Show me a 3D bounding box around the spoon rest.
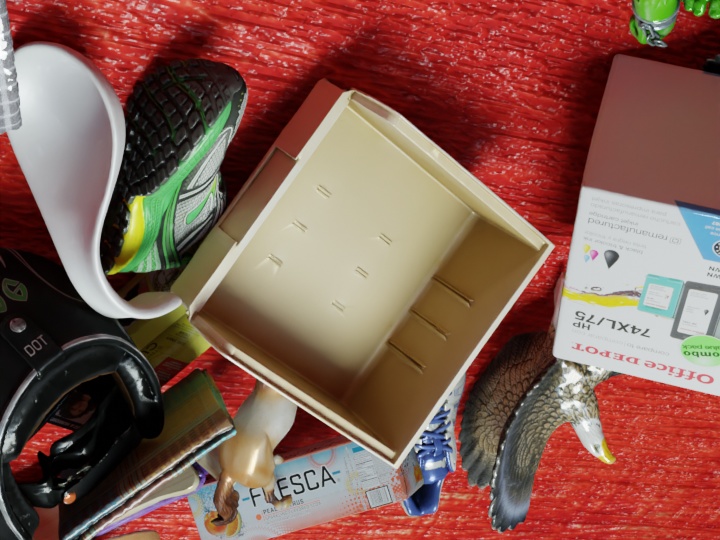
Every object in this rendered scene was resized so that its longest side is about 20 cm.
[{"bbox_3d":[-0.177,-0.052,1.001,0.099,0.061,0.202,-2,117,36],"label":"spoon rest"}]

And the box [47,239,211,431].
[{"bbox_3d":[-0.165,0.050,1.198,0.200,0.050,0.075,-39,141,20],"label":"box"}]

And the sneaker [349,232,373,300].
[{"bbox_3d":[-0.001,0.018,1.238,0.080,0.070,0.202,-46,140,-35],"label":"sneaker"}]

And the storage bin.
[{"bbox_3d":[0.000,0.000,1.108,0.198,0.094,0.201,36,90,-37],"label":"storage bin"}]

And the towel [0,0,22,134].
[{"bbox_3d":[-0.282,-0.149,0.877,0.164,0.086,0.201,-12,141,-14],"label":"towel"}]

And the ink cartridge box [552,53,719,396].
[{"bbox_3d":[0.239,-0.031,1.183,0.145,0.147,0.201,13,141,10],"label":"ink cartridge box"}]

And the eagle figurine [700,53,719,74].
[{"bbox_3d":[0.379,-0.160,1.184,0.200,0.151,0.152,39,71,-17],"label":"eagle figurine"}]

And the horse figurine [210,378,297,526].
[{"bbox_3d":[-0.073,0.123,1.268,0.201,0.050,0.132,-63,152,-4],"label":"horse figurine"}]

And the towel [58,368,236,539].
[{"bbox_3d":[-0.160,0.135,1.134,0.146,0.200,0.022,-36,102,-5],"label":"towel"}]

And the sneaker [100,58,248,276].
[{"bbox_3d":[-0.124,-0.072,1.068,0.085,0.079,0.200,-2,147,-34],"label":"sneaker"}]

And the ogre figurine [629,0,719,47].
[{"bbox_3d":[0.242,-0.237,1.030,0.199,0.099,0.120,-25,163,29],"label":"ogre figurine"}]

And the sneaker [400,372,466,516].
[{"bbox_3d":[0.065,0.141,1.392,0.074,0.089,0.201,-9,139,-14],"label":"sneaker"}]

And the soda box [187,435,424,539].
[{"bbox_3d":[-0.048,0.189,1.358,0.198,0.064,0.068,-18,180,17],"label":"soda box"}]

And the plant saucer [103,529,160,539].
[{"bbox_3d":[-0.259,0.280,1.324,0.199,0.038,0.200,-24,166,-6],"label":"plant saucer"}]

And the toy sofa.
[{"bbox_3d":[-0.209,0.196,1.314,0.199,0.098,0.083,-28,143,6],"label":"toy sofa"}]

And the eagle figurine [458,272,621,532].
[{"bbox_3d":[0.163,0.119,1.356,0.199,0.152,0.152,-34,149,3],"label":"eagle figurine"}]

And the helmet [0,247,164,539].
[{"bbox_3d":[-0.253,0.081,1.081,0.199,0.190,0.202,-30,132,-39],"label":"helmet"}]
